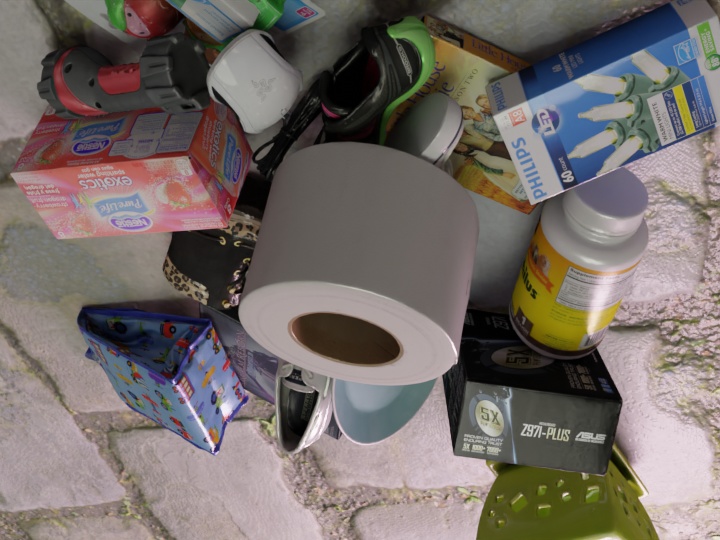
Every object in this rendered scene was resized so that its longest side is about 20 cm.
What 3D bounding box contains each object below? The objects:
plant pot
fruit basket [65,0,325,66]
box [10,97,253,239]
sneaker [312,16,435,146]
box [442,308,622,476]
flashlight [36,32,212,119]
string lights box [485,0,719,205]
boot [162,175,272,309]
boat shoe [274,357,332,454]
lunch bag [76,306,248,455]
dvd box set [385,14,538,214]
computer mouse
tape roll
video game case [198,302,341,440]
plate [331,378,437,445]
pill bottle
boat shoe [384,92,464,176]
[{"bbox_3d":[0.273,0.322,1.352,0.196,0.184,0.200,-21,131,26],"label":"plant pot"},{"bbox_3d":[-0.158,-0.229,0.879,0.198,0.095,0.184,-19,140,37],"label":"fruit basket"},{"bbox_3d":[-0.216,-0.101,1.000,0.196,0.104,0.095,-3,138,21],"label":"box"},{"bbox_3d":[-0.010,-0.147,0.925,0.083,0.078,0.201,-5,144,-34],"label":"sneaker"},{"bbox_3d":[0.177,0.124,1.128,0.160,0.200,0.088,8,109,-1],"label":"box"},{"bbox_3d":[-0.207,-0.172,0.911,0.198,0.069,0.067,1,166,46],"label":"flashlight"},{"bbox_3d":[0.219,-0.149,0.912,0.197,0.059,0.103,-23,124,13],"label":"string lights box"},{"bbox_3d":[-0.116,-0.021,1.112,0.196,0.074,0.152,17,136,-9],"label":"boot"},{"bbox_3d":[-0.056,0.108,1.127,0.072,0.065,0.204,12,116,19],"label":"boat shoe"},{"bbox_3d":[-0.257,0.123,1.266,0.197,0.095,0.152,11,142,27],"label":"lunch bag"},{"bbox_3d":[0.113,-0.141,0.987,0.197,0.030,0.147,21,135,-16],"label":"dvd box set"},{"bbox_3d":[-0.076,-0.143,0.904,0.110,0.044,0.200,-46,165,3],"label":"computer mouse"},{"bbox_3d":[0.000,0.000,0.944,0.199,0.141,0.204,11,153,6],"label":"tape roll"},{"bbox_3d":[-0.103,0.116,1.234,0.197,0.019,0.144,26,145,12],"label":"video game case"},{"bbox_3d":[0.031,0.096,1.162,0.025,0.201,0.202,22,150,38],"label":"plate"},{"bbox_3d":[0.222,-0.010,1.055,0.107,0.111,0.202,9,137,-2],"label":"pill bottle"},{"bbox_3d":[0.053,-0.090,0.973,0.065,0.073,0.200,17,144,-18],"label":"boat shoe"}]
